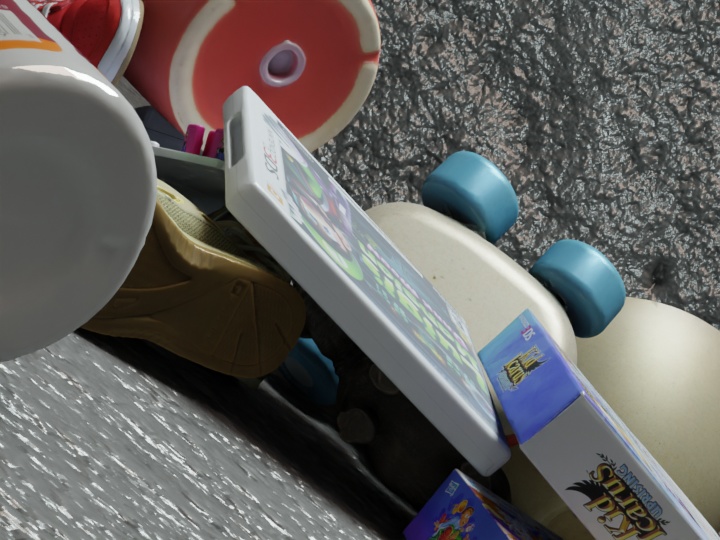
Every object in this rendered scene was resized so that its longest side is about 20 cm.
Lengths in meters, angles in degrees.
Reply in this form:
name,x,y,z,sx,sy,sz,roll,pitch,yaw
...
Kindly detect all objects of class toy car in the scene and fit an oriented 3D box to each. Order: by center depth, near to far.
name,x,y,z,sx,sy,sz,roll,pitch,yaw
toy car,0.048,0.063,1.200,0.176,0.184,0.201,39,-25,13

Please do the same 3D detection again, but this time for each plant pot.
name,x,y,z,sx,sy,sz,roll,pitch,yaw
plant pot,-0.082,-0.173,1.186,0.200,0.200,0.178,35,14,-41
plant pot,0.171,0.137,1.244,0.200,0.200,0.135,37,40,-18

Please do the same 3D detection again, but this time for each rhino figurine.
name,x,y,z,sx,sy,sz,roll,pitch,yaw
rhino figurine,0.015,0.073,1.018,0.201,0.060,0.087,54,7,10

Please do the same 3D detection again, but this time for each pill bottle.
name,x,y,z,sx,sy,sz,roll,pitch,yaw
pill bottle,-0.166,-0.063,0.678,0.114,0.115,0.200,35,6,-45

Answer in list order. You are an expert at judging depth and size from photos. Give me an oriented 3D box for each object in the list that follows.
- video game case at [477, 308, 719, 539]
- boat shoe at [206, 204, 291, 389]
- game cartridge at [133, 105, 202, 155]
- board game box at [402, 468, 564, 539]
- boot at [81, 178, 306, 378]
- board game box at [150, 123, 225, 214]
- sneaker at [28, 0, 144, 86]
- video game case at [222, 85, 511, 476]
name,x,y,z,sx,sy,sz,roll,pitch,yaw
video game case,0.143,0.120,0.985,0.182,0.045,0.200,51,5,-9
boat shoe,-0.078,0.006,1.048,0.075,0.069,0.200,37,4,-20
game cartridge,-0.118,-0.073,1.321,0.132,0.041,0.200,21,-8,-6
board game box,0.125,0.193,0.924,0.199,0.045,0.135,36,8,-32
boot,-0.135,-0.028,0.902,0.199,0.073,0.155,27,7,-41
board game box,-0.124,-0.066,1.148,0.198,0.026,0.200,13,-8,24
sneaker,-0.218,-0.148,1.129,0.112,0.072,0.199,26,-19,-29
video game case,0.000,0.000,0.982,0.200,0.023,0.182,47,11,-18
